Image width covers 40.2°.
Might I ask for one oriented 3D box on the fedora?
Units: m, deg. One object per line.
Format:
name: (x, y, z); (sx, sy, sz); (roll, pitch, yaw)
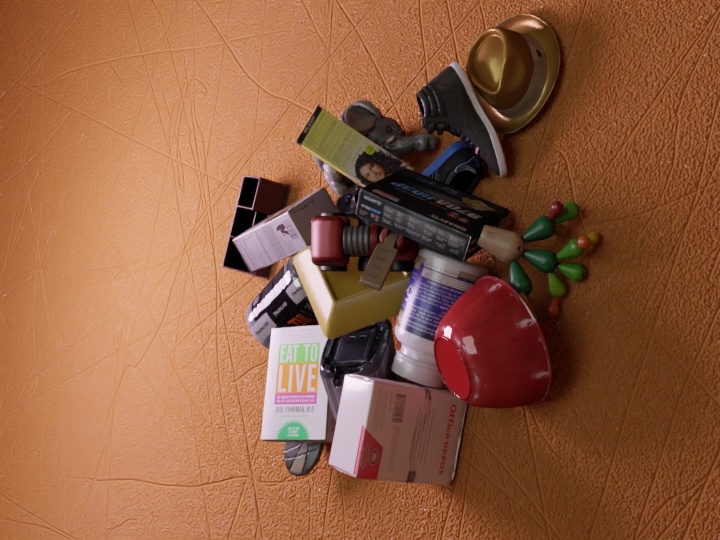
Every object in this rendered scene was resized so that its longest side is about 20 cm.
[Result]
fedora: (0.228, -0.325, 1.583); (0.199, 0.081, 0.205); (-16, 68, 46)

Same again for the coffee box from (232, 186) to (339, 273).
coffee box: (-0.141, -0.075, 1.894); (0.199, 0.113, 0.081); (-22, 102, 49)

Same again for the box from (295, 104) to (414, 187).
box: (-0.009, -0.195, 1.676); (0.076, 0.198, 0.050); (-58, 1, 1)

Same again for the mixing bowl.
mixing bowl: (0.175, 0.120, 1.431); (0.201, 0.107, 0.203); (50, 151, 40)

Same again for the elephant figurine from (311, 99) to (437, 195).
elephant figurine: (0.016, -0.231, 1.771); (0.198, 0.142, 0.157); (-30, 87, -4)

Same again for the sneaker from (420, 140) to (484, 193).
sneaker: (0.129, -0.125, 1.654); (0.200, 0.069, 0.079); (-49, 42, 28)

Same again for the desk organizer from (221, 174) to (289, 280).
desk organizer: (-0.218, -0.091, 2.040); (0.071, 0.076, 0.204); (13, 90, 49)

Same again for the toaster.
toaster: (0.002, 0.173, 1.627); (0.111, 0.131, 0.201); (-7, 29, 14)

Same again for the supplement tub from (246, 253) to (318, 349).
supplement tub: (-0.117, 0.052, 1.850); (0.200, 0.121, 0.124); (-46, 49, 32)

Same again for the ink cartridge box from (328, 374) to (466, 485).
ink cartridge box: (0.061, 0.248, 1.530); (0.084, 0.197, 0.149); (7, 84, 54)

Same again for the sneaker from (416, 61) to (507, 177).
sneaker: (0.158, -0.225, 1.587); (0.098, 0.071, 0.202); (-28, 86, -1)

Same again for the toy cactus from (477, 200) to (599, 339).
toy cactus: (0.249, -0.018, 1.430); (0.163, 0.102, 0.203); (22, 91, 5)

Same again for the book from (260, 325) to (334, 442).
book: (-0.106, 0.203, 1.760); (0.131, 0.048, 0.204); (-4, 71, 23)

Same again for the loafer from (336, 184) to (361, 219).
loafer: (0.017, -0.137, 1.791); (0.198, 0.062, 0.073); (-2, 78, 49)

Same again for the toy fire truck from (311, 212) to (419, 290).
toy fire truck: (0.001, -0.032, 1.547); (0.172, 0.200, 0.131); (1, 88, 7)

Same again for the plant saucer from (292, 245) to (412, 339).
plant saucer: (0.000, 0.000, 1.680); (0.049, 0.197, 0.201); (83, 165, -48)

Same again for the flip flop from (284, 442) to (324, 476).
flip flop: (-0.084, 0.280, 1.802); (0.080, 0.058, 0.203); (-4, 60, 29)

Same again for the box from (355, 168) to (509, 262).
box: (0.114, -0.091, 1.540); (0.198, 0.158, 0.047); (25, 119, 23)

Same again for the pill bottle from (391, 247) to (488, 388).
pill bottle: (0.120, 0.076, 1.570); (0.119, 0.118, 0.204); (22, 96, 49)
